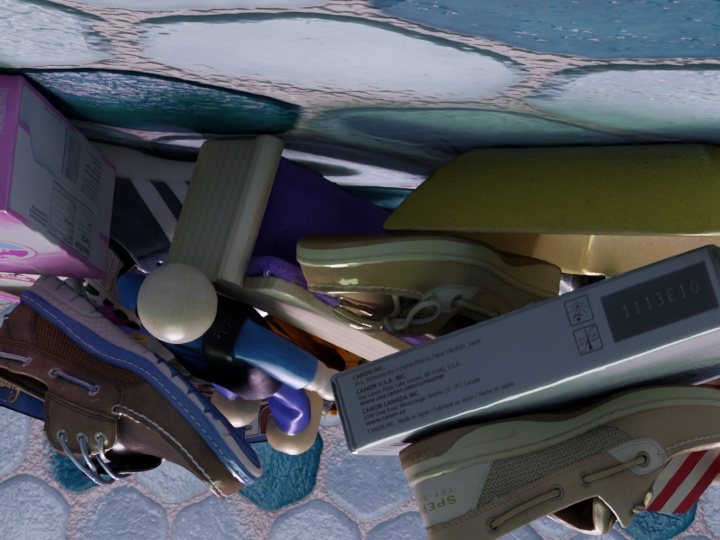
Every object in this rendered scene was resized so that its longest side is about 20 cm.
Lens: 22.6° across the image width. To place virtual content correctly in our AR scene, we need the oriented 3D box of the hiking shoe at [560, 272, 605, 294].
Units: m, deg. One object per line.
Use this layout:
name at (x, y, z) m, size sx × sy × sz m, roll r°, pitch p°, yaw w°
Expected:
hiking shoe at (0.105, 0.001, 1.162) m, size 0.100 × 0.076 × 0.200 m, roll 2°, pitch 176°, yaw 3°

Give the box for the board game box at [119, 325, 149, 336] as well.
board game box at (-0.167, 0.017, 1.367) m, size 0.199 × 0.135 × 0.045 m, roll 11°, pitch 131°, yaw -49°

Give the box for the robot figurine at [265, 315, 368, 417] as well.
robot figurine at (-0.057, 0.038, 1.334) m, size 0.200 × 0.058 × 0.145 m, roll 39°, pitch -165°, yaw 24°

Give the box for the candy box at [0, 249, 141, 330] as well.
candy box at (-0.217, -0.018, 1.167) m, size 0.136 × 0.061 × 0.200 m, roll 12°, pitch 169°, yaw 8°

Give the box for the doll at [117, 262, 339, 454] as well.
doll at (-0.068, 0.043, 0.956) m, size 0.136 × 0.049 × 0.200 m, roll 23°, pitch 165°, yaw 21°

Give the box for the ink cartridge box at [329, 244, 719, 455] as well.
ink cartridge box at (0.109, 0.047, 0.909) m, size 0.199 × 0.044 × 0.173 m, roll -20°, pitch 168°, yaw 19°

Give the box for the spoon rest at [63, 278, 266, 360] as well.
spoon rest at (-0.118, 0.034, 1.135) m, size 0.099 × 0.061 × 0.200 m, roll -28°, pitch 165°, yaw 32°

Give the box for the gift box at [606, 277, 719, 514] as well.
gift box at (0.246, 0.082, 1.349) m, size 0.199 × 0.186 × 0.187 m, roll 0°, pitch 178°, yaw -6°

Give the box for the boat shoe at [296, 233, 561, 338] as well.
boat shoe at (0.039, 0.018, 0.919) m, size 0.073 × 0.064 × 0.200 m, roll 2°, pitch 175°, yaw 32°

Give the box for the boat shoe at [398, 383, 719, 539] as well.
boat shoe at (0.111, 0.102, 0.902) m, size 0.199 × 0.065 × 0.071 m, roll -8°, pitch 165°, yaw -29°

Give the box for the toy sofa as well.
toy sofa at (0.000, 0.000, 0.989) m, size 0.200 × 0.083 × 0.097 m, roll 26°, pitch 165°, yaw -40°

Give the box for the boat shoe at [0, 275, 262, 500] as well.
boat shoe at (-0.131, 0.077, 0.971) m, size 0.200 × 0.072 × 0.072 m, roll 32°, pitch 165°, yaw 42°

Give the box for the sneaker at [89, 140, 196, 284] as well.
sneaker at (-0.102, -0.023, 1.048) m, size 0.199 × 0.085 × 0.075 m, roll 6°, pitch 176°, yaw -9°

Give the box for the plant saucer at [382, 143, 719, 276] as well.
plant saucer at (0.146, -0.029, 0.918) m, size 0.199 × 0.049 × 0.200 m, roll 3°, pitch 175°, yaw 38°

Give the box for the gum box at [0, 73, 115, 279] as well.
gum box at (-0.201, -0.044, 0.912) m, size 0.113 × 0.067 × 0.200 m, roll 4°, pitch 170°, yaw 7°

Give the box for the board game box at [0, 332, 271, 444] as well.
board game box at (-0.142, 0.077, 1.166) m, size 0.135 × 0.035 × 0.199 m, roll -4°, pitch -169°, yaw -42°
